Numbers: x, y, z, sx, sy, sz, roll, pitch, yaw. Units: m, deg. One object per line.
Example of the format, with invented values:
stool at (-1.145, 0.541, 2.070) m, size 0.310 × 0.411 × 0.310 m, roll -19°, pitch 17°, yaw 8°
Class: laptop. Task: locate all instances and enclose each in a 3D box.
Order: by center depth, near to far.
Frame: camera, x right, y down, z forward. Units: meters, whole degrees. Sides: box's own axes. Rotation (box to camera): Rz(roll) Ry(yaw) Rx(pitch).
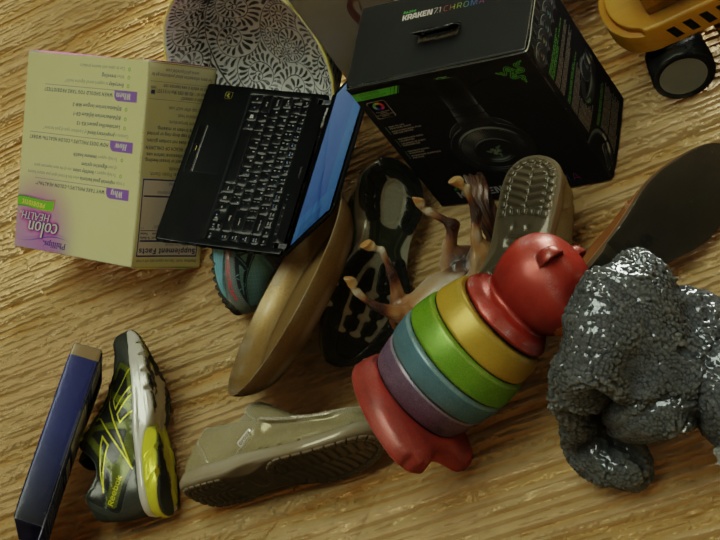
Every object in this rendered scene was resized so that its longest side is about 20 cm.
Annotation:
laptop at (-0.084, -0.114, 1.526) m, size 0.199 × 0.103 × 0.178 m, roll 8°, pitch 63°, yaw 17°

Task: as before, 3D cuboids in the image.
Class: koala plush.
koala plush at (0.254, 0.081, 1.217) m, size 0.200 × 0.184 × 0.178 m, roll 21°, pitch 72°, yaw 29°

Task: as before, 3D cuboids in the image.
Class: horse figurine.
horse figurine at (0.063, 0.005, 1.435) m, size 0.200 × 0.133 × 0.050 m, roll -44°, pitch 30°, yaw -20°

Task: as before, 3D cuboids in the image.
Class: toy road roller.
toy road roller at (0.298, -0.253, 1.427) m, size 0.200 × 0.146 × 0.123 m, roll -24°, pitch 49°, yaw 18°

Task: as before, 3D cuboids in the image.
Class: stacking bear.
stacking bear at (0.098, 0.053, 1.317) m, size 0.200 × 0.121 × 0.114 m, roll -44°, pitch 66°, yaw 19°

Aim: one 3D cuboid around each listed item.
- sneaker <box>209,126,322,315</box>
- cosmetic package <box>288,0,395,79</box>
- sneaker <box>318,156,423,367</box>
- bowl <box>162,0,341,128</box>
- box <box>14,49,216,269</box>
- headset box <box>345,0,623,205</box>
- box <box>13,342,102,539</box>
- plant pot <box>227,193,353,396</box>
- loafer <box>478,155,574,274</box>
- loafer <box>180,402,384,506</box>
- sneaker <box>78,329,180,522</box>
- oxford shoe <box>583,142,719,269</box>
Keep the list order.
sneaker at (-0.075, -0.051, 1.583) m, size 0.095 × 0.079 × 0.201 m, roll 9°, pitch 72°, yaw 27°
cosmetic package at (0.005, -0.247, 1.582) m, size 0.087 × 0.200 × 0.104 m, roll -21°, pitch 50°, yaw 18°
sneaker at (0.000, 0.000, 1.521) m, size 0.089 × 0.077 × 0.200 m, roll -29°, pitch 39°, yaw 59°
bowl at (-0.087, -0.219, 1.664) m, size 0.200 × 0.201 × 0.094 m, roll 3°, pitch 34°, yaw 36°
box at (-0.244, -0.111, 1.668) m, size 0.176 × 0.097 × 0.201 m, roll 9°, pitch 95°, yaw 38°
headset box at (0.107, -0.157, 1.451) m, size 0.174 × 0.200 × 0.093 m, roll -7°, pitch 55°, yaw 29°
box at (-0.278, 0.175, 1.525) m, size 0.032 × 0.121 × 0.201 m, roll 16°, pitch 70°, yaw -4°
plant pot at (-0.056, 0.025, 1.462) m, size 0.200 × 0.027 × 0.200 m, roll -57°, pitch 12°, yaw 20°
loafer at (0.141, 0.007, 1.407) m, size 0.076 × 0.068 × 0.201 m, roll 14°, pitch 83°, yaw 40°
loafer at (-0.068, 0.144, 1.430) m, size 0.200 × 0.076 × 0.068 m, roll -17°, pitch 58°, yaw 24°
sneaker at (-0.220, 0.140, 1.534) m, size 0.084 × 0.075 × 0.200 m, roll -16°, pitch 50°, yaw 4°
oxford shoe at (0.229, -0.031, 1.376) m, size 0.200 × 0.071 × 0.071 m, roll -43°, pitch 11°, yaw -10°
